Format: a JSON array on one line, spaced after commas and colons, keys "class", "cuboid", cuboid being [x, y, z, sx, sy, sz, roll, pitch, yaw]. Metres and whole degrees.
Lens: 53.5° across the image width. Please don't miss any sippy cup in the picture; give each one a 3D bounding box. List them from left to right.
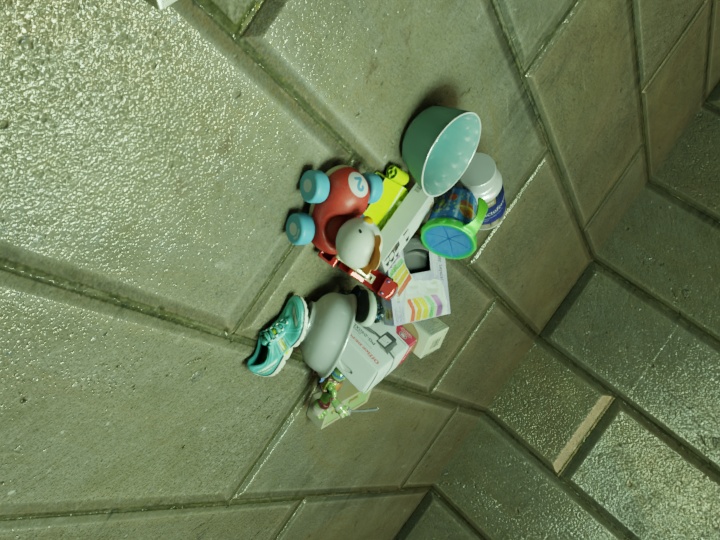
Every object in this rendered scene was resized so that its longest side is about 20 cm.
[{"class": "sippy cup", "cuboid": [0.219, -0.120, 1.690, 0.141, 0.173, 0.133, 67, 34, -52]}]

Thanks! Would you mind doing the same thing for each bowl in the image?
[{"class": "bowl", "cuboid": [-0.088, 0.132, 1.612, 0.203, 0.088, 0.204, -90, -154, -57]}, {"class": "bowl", "cuboid": [0.165, -0.276, 1.570, 0.199, 0.104, 0.204, -37, 148, -28]}]

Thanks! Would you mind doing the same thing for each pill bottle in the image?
[{"class": "pill bottle", "cuboid": [0.299, -0.197, 1.777, 0.116, 0.115, 0.201, -47, 151, -9]}]

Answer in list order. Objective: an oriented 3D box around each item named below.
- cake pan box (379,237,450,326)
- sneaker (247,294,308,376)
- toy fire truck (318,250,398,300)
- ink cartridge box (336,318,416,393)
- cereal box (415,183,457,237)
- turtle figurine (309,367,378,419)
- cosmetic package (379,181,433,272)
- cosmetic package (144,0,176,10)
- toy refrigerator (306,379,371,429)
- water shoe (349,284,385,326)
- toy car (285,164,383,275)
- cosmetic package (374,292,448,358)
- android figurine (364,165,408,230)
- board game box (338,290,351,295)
[{"class": "cake pan box", "cuboid": [0.133, 0.022, 1.771, 0.180, 0.052, 0.207, -8, 94, -33]}, {"class": "sneaker", "cuboid": [-0.178, 0.145, 1.555, 0.079, 0.077, 0.203, 18, 105, -48]}, {"class": "toy fire truck", "cuboid": [0.000, 0.000, 1.581, 0.049, 0.197, 0.141, -56, -177, 2]}, {"class": "ink cartridge box", "cuboid": [0.026, 0.184, 1.741, 0.199, 0.145, 0.084, -29, 157, -54]}, {"class": "cereal box", "cuboid": [0.202, -0.174, 1.814, 0.202, 0.039, 0.143, -56, 153, 2]}, {"class": "turtle figurine", "cuboid": [-0.040, 0.312, 1.822, 0.195, 0.148, 0.194, 1, 153, -27]}, {"class": "cosmetic package", "cuboid": [0.095, -0.098, 1.635, 0.202, 0.050, 0.083, -54, 166, -9]}, {"class": "cosmetic package", "cuboid": [-0.249, -0.407, 0.782, 0.073, 0.103, 0.202, -40, 151, -23]}, {"class": "toy refrigerator", "cuboid": [-0.052, 0.359, 1.991, 0.197, 0.070, 0.077, -20, 139, -46]}, {"class": "water shoe", "cuboid": [0.026, 0.083, 1.610, 0.073, 0.078, 0.200, -60, -165, 9]}, {"class": "toy car", "cuboid": [-0.010, -0.085, 1.388, 0.181, 0.200, 0.180, -5, 128, -44]}, {"class": "cosmetic package", "cuboid": [0.120, 0.129, 1.854, 0.104, 0.199, 0.072, -15, 136, -50]}, {"class": "android figurine", "cuboid": [0.045, -0.146, 1.603, 0.185, 0.041, 0.199, -58, 151, 8]}, {"class": "board game box", "cuboid": [-0.053, 0.143, 1.788, 0.133, 0.029, 0.203, 4, 118, -59]}]
